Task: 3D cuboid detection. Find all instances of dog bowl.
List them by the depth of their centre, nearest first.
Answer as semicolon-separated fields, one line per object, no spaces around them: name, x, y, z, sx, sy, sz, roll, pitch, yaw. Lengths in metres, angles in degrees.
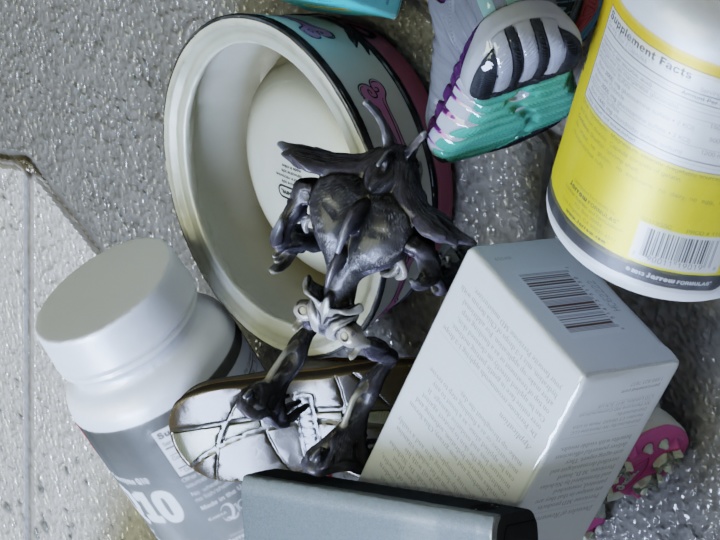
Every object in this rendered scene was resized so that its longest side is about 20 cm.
dog bowl;-0.027;-0.056;1.368;0.200;0.073;0.202;26;125;43

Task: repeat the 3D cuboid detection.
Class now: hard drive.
hard drive;0.014;0.180;1.214;0.199;0.033;0.141;3;98;51

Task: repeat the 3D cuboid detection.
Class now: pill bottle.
pill bottle;0.159;-0.093;1.081;0.112;0.112;0.201;43;135;32
pill bottle;-0.107;0.087;1.446;0.114;0.114;0.201;7;136;50

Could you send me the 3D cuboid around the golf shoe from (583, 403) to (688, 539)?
golf shoe;0.098;0.107;1.295;0.200;0.075;0.092;-46;61;42

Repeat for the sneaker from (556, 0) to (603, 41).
sneaker;0.076;-0.180;1.160;0.079;0.095;0.201;42;135;33

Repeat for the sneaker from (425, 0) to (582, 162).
sneaker;0.063;-0.115;1.149;0.200;0.074;0.088;115;138;-76

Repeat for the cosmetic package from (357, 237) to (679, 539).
cosmetic package;0.070;0.093;1.213;0.102;0.071;0.201;50;130;34

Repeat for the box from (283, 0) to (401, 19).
box;-0.071;-0.183;1.260;0.082;0.199;0.050;12;89;49

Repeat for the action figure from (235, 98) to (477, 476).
action figure;0.000;0.000;1.234;0.118;0.102;0.201;26;116;12

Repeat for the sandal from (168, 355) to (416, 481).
sandal;-0.009;0.085;1.367;0.198;0.055;0.082;-4;110;12
